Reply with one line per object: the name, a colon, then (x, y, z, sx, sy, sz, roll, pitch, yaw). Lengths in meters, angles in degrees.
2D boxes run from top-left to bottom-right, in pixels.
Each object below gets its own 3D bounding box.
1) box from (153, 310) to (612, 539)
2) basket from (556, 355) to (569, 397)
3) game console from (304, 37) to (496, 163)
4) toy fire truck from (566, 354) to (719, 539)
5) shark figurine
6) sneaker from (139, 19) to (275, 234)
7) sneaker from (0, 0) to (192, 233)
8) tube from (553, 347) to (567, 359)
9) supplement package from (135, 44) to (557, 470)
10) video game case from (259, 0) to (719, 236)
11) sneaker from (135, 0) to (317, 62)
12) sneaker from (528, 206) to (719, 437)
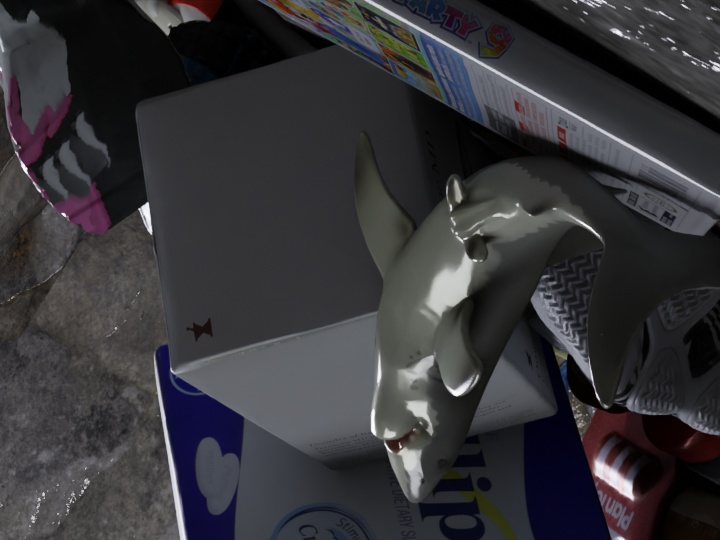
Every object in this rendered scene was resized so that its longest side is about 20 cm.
box: (0.010, 0.119, 0.957, 0.105, 0.199, 0.185, 89, 170, -52)
basket: (0.081, 0.041, 1.435, 0.176, 0.139, 0.200, 32, -149, -13)
game console: (0.023, -0.077, 1.078, 0.200, 0.031, 0.177, 32, 175, -35)
toy fire truck: (0.163, 0.112, 0.975, 0.112, 0.169, 0.200, 21, -175, -23)
shark figurine: (0.066, -0.006, 0.642, 0.089, 0.129, 0.214, -5, 166, -25)
sneaker: (-0.079, -0.047, 0.926, 0.086, 0.075, 0.200, 17, 149, 20)
sneaker: (-0.131, -0.112, 0.808, 0.086, 0.080, 0.201, 55, 168, 53)
tube: (0.071, -0.003, 1.013, 0.200, 0.052, 0.058, 30, -148, -38)
supplement package: (0.000, 0.000, 0.828, 0.200, 0.117, 0.118, 42, -144, -66)
video game case: (0.024, -0.069, 0.595, 0.199, 0.018, 0.143, 30, 180, 7)
sneaker: (-0.097, -0.139, 0.938, 0.199, 0.071, 0.093, 37, 159, -9)
sneaker: (0.106, 0.012, 0.797, 0.115, 0.075, 0.200, 29, -179, 45)
